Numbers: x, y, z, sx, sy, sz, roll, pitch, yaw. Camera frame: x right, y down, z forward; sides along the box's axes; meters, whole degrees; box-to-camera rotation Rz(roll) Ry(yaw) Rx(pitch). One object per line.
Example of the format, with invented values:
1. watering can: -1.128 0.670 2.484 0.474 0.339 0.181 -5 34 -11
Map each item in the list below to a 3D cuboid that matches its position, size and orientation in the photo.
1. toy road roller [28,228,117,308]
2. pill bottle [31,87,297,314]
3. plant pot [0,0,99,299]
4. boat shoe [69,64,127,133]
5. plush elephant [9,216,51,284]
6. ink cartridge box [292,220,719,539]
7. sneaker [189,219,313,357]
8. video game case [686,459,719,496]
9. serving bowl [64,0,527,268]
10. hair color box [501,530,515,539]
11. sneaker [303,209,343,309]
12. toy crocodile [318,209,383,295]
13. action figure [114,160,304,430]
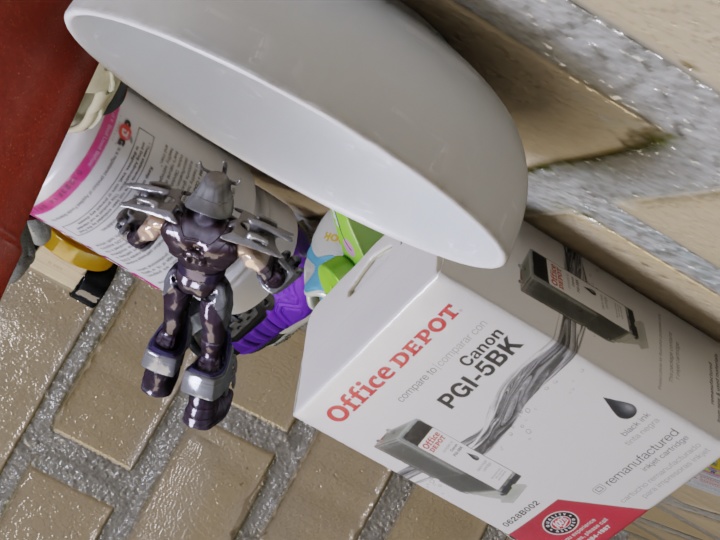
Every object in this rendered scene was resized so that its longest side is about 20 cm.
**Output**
1. toy road roller: -0.290 -0.072 1.766 0.123 0.146 0.200 30 -149 -16
2. pill bottle: -0.148 -0.053 1.188 0.200 0.113 0.113 33 172 -33
3. plant pot: -0.206 -0.097 0.738 0.201 0.195 0.201 28 174 3
4. boat shoe: -0.165 -0.126 0.934 0.071 0.063 0.200 31 172 0
5. plush elephant: -0.303 -0.082 1.459 0.200 0.165 0.155 57 158 0
6. ink cartridge box: 0.084 0.062 0.921 0.200 0.083 0.147 30 129 -17
7. sneaker: -0.094 0.028 1.361 0.070 0.099 0.200 65 153 15
8. video game case: 0.262 0.137 1.177 0.200 0.022 0.182 19 167 15
9. serving bowl: -0.015 -0.076 0.659 0.200 0.066 0.200 28 173 4
10. hair color box: 0.121 0.138 1.382 0.111 0.064 0.200 37 -160 6
11. sneaker: 0.000 0.000 1.126 0.076 0.081 0.200 25 174 13
12. toy crocodile: 0.022 0.033 1.017 0.062 0.067 0.200 36 144 50
13. action figure: -0.108 0.007 1.109 0.130 0.069 0.200 25 128 15
